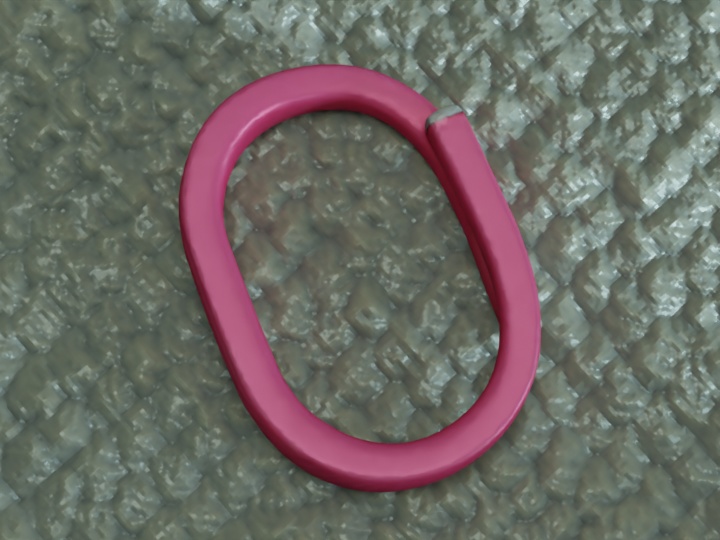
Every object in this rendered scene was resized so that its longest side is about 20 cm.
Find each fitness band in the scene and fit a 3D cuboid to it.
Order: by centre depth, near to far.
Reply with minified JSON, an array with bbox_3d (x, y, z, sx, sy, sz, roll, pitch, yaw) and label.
[{"bbox_3d":[0.000,0.000,0.900,0.143,0.037,0.201,-20,76,-10],"label":"fitness band"}]
